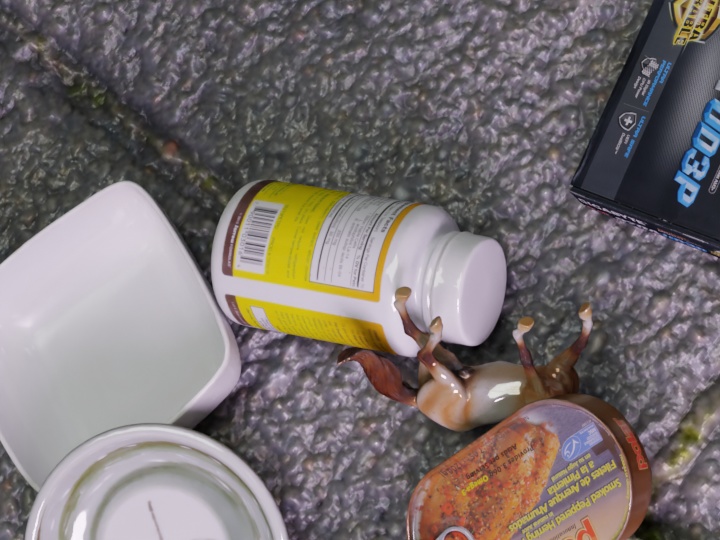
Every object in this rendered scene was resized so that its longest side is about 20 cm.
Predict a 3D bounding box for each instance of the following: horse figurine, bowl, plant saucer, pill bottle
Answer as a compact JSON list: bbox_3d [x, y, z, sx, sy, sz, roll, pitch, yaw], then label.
[{"bbox_3d":[0.088,0.074,1.767,0.199,0.133,0.050,3,44,14],"label":"horse figurine"},{"bbox_3d":[-0.189,0.060,1.937,0.200,0.075,0.200,-36,62,10],"label":"bowl"},{"bbox_3d":[-0.143,0.206,1.859,0.199,0.050,0.202,1,98,10],"label":"plant saucer"},{"bbox_3d":[0.000,0.000,1.846,0.199,0.109,0.110,10,79,27],"label":"pill bottle"}]

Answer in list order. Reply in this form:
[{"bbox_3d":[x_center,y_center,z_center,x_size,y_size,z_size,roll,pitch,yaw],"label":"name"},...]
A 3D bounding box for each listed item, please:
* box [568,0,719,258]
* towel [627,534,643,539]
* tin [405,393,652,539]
[{"bbox_3d":[0.257,-0.113,1.795,0.158,0.046,0.201,23,84,29],"label":"box"},{"bbox_3d":[0.220,0.259,1.703,0.199,0.036,0.149,8,77,29],"label":"towel"},{"bbox_3d":[0.114,0.161,1.740,0.200,0.042,0.113,-37,72,36],"label":"tin"}]
